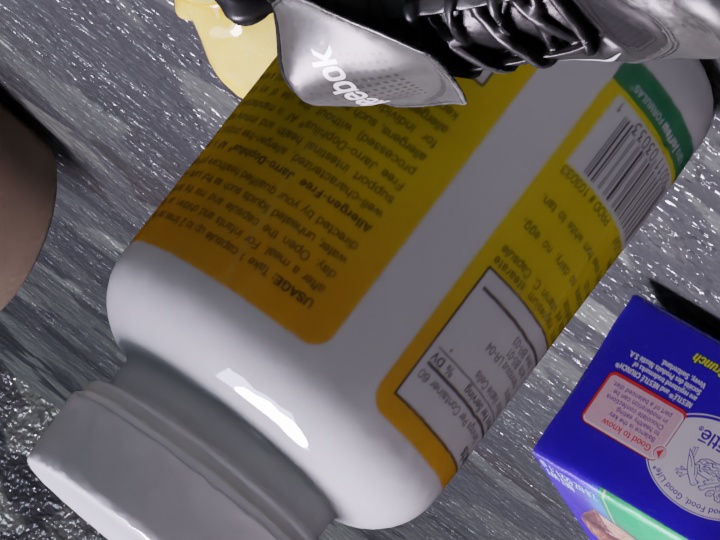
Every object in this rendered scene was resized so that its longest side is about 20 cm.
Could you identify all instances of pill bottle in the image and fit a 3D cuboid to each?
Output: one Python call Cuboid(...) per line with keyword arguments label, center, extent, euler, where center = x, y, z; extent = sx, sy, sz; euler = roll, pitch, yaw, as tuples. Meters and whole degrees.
Cuboid(label="pill bottle", center=(0.000, 0.000, 0.846), extent=(0.113, 0.200, 0.113), euler=(36, 169, 8))

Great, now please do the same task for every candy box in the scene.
Cuboid(label="candy box", center=(0.168, 0.113, 1.108), extent=(0.169, 0.077, 0.200), euler=(30, 168, 29))

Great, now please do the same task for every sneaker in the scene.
Cuboid(label="sneaker", center=(0.025, -0.072, 0.759), extent=(0.200, 0.091, 0.066), euler=(26, 166, 46))

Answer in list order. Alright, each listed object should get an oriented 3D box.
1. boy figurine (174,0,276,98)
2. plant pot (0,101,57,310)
Cuboid(label="boy figurine", center=(-0.063, -0.124, 0.908), extent=(0.200, 0.065, 0.124), euler=(42, 168, -26))
Cuboid(label="plant pot", center=(-0.264, -0.049, 1.610), extent=(0.174, 0.201, 0.200), euler=(25, 178, -32))
